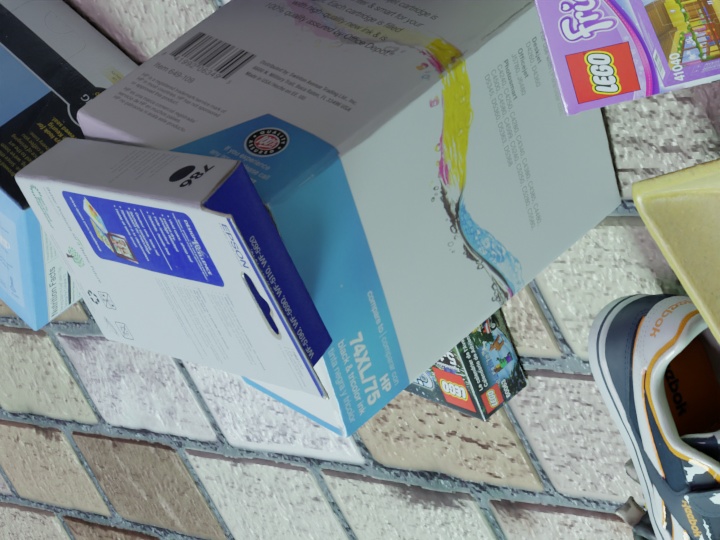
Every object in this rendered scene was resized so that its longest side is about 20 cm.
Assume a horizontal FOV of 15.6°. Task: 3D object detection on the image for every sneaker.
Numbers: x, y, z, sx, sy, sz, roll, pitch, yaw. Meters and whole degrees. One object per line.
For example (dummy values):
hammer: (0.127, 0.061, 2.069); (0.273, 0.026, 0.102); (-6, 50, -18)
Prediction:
sneaker: (0.183, 0.104, 1.296); (0.201, 0.078, 0.079); (60, 157, -12)

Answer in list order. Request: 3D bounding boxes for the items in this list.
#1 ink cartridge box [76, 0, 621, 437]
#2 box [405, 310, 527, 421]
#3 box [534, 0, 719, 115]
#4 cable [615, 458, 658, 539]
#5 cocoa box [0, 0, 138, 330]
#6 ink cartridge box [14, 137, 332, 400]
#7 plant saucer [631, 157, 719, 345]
ink cartridge box: (-0.001, -0.054, 1.266); (0.146, 0.200, 0.147); (26, 145, 43)
box: (0.000, 0.000, 1.519); (0.199, 0.038, 0.137); (18, 137, 50)
box: (0.121, -0.159, 1.000); (0.039, 0.136, 0.201); (-93, -12, -48)
cable: (0.207, 0.169, 1.371); (0.200, 0.050, 0.097); (42, 179, 6)
cocoa box: (-0.225, -0.090, 1.676); (0.200, 0.131, 0.134); (41, 152, 24)
ink cartridge box: (-0.076, -0.004, 1.179); (0.199, 0.039, 0.100); (14, 136, 55)
plant saucer: (0.233, 0.020, 1.144); (0.201, 0.048, 0.200); (57, 155, -9)
